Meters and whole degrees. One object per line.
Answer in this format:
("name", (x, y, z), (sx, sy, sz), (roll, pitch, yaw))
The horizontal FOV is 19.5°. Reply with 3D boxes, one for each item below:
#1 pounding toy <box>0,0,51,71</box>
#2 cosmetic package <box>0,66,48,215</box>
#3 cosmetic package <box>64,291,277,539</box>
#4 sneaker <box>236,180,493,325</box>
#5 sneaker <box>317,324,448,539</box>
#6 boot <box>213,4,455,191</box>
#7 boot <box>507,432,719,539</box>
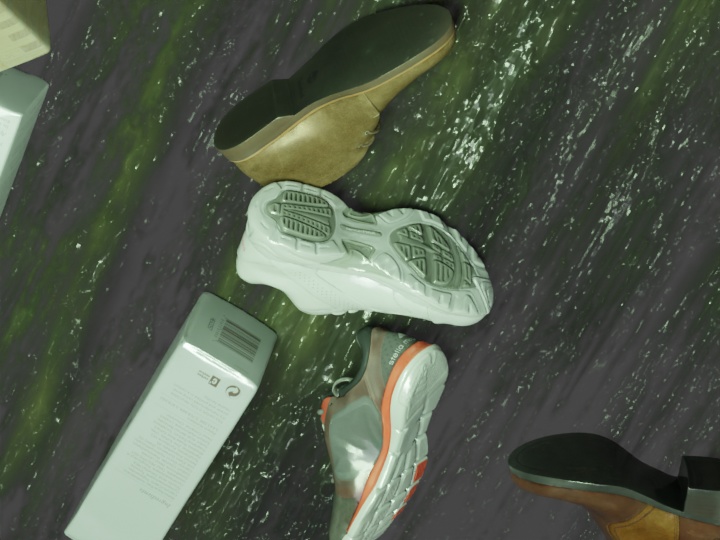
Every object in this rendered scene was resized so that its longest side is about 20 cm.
("pounding toy", (-0.303, -0.204, 1.417), (0.184, 0.200, 0.142), (-19, 152, 15))
("cosmetic package", (-0.322, -0.065, 1.568), (0.113, 0.081, 0.200), (25, 115, -3))
("cosmetic package", (-0.146, 0.126, 1.615), (0.074, 0.102, 0.200), (32, 112, -6))
("sneaker", (0.000, 0.000, 1.565), (0.200, 0.078, 0.099), (20, 143, -11))
("sneaker", (0.005, 0.128, 1.624), (0.082, 0.077, 0.200), (30, 116, 24))
("boot", (-0.005, -0.122, 1.516), (0.200, 0.074, 0.075), (-29, 125, 23))
("boot", (0.199, 0.228, 1.646), (0.188, 0.069, 0.200), (5, 121, -2))
